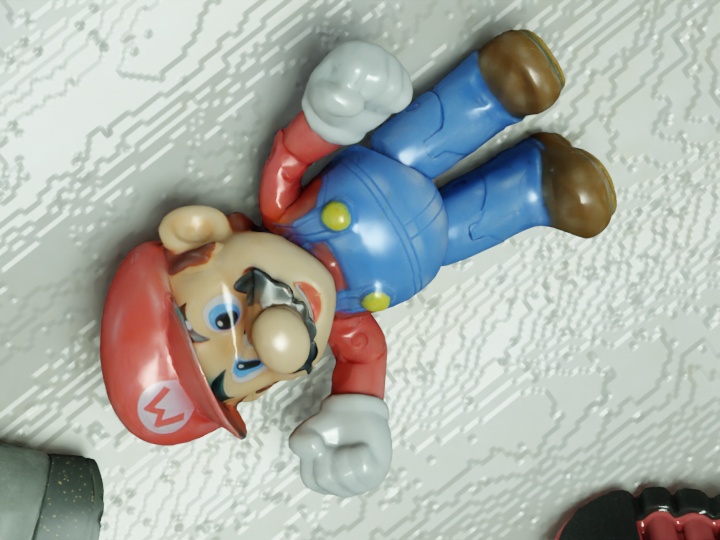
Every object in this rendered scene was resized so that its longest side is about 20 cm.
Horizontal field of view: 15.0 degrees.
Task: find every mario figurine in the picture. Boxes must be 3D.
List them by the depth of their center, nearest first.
[{"bbox_3d":[0.000,0.000,0.967,0.200,0.106,0.124,-33,75,-13],"label":"mario figurine"}]

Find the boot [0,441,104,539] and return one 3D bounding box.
[{"bbox_3d":[-0.176,0.145,0.989,0.130,0.068,0.201,12,93,-13],"label":"boot"}]

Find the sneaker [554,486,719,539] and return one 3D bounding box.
[{"bbox_3d":[0.174,0.130,1.070,0.199,0.074,0.087,-1,123,1],"label":"sneaker"}]
